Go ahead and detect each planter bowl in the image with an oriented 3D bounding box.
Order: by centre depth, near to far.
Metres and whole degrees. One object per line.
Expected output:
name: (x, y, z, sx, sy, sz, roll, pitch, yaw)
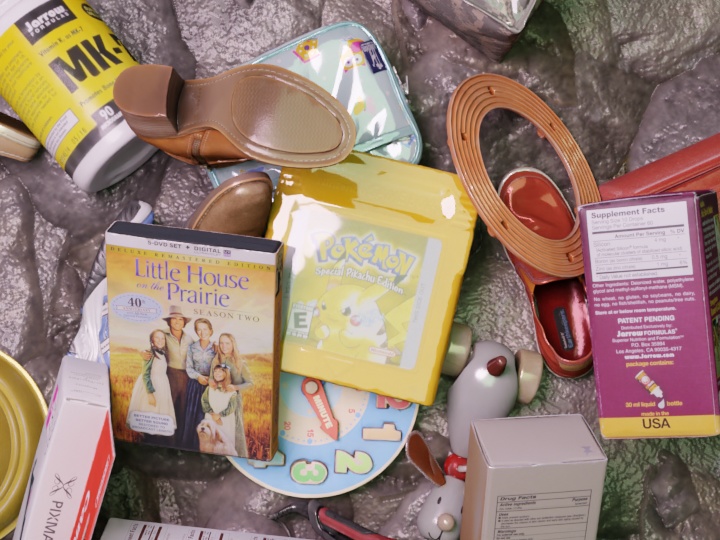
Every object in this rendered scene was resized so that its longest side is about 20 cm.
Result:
planter bowl: (-0.379, 0.156, 1.096, 0.200, 0.083, 0.201, 0, 85, -1)

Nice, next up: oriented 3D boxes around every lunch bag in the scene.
lunch bag: (0.078, -0.290, 1.106, 0.200, 0.164, 0.118, 34, 91, 1)
lunch bag: (-0.045, -0.123, 1.128, 0.200, 0.077, 0.161, -24, 86, 2)

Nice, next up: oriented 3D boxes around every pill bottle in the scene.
pill bottle: (-0.266, -0.178, 1.112, 0.114, 0.114, 0.200, -41, 87, -4)

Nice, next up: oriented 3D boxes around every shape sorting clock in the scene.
shape sorting clock: (-0.045, 0.105, 1.131, 0.200, 0.039, 0.200, 0, 85, -2)

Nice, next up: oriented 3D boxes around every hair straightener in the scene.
hair straightener: (-0.002, 0.261, 1.083, 0.200, 0.041, 0.077, 20, 104, 27)

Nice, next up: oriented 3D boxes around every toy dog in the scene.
toy dog: (0.104, 0.143, 1.102, 0.132, 0.096, 0.200, -4, 85, -1)

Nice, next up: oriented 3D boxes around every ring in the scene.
ring: (0.145, -0.083, 1.100, 0.019, 0.200, 0.201, -31, 85, 40)

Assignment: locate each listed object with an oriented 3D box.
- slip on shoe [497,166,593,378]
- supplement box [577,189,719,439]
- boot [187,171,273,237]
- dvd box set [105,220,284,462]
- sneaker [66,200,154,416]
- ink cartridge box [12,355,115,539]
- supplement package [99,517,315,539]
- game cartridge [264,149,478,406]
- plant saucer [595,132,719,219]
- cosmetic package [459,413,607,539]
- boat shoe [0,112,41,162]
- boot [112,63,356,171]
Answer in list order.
slip on shoe: (0.174, -0.001, 1.134, 0.074, 0.061, 0.200, -13, 83, -1)
supplement box: (0.258, 0.034, 1.073, 0.103, 0.131, 0.200, -5, 93, 24)
boot: (-0.111, -0.002, 1.065, 0.074, 0.200, 0.076, -8, 54, -32)
dvd box set: (-0.139, 0.061, 1.046, 0.146, 0.029, 0.200, 8, 116, 7)
sneaker: (-0.212, 0.036, 1.122, 0.077, 0.076, 0.200, 14, 94, -6)
ink cartridge box: (-0.249, 0.195, 1.024, 0.043, 0.174, 0.200, 14, 104, -16)
supplement package: (-0.130, 0.330, 1.029, 0.200, 0.147, 0.192, 6, 105, -1)
game cartridge: (0.000, 0.000, 1.073, 0.176, 0.032, 0.200, 13, 92, 2)
plant saucer: (0.349, -0.028, 1.154, 0.200, 0.037, 0.200, -24, 86, -4)
cosmetic package: (0.141, 0.225, 1.058, 0.105, 0.071, 0.200, -1, 116, -9)
boat shoe: (-0.389, -0.126, 1.132, 0.200, 0.074, 0.066, 16, 97, 2)
boot: (-0.090, -0.114, 1.014, 0.200, 0.155, 0.074, 16, 82, 11)
